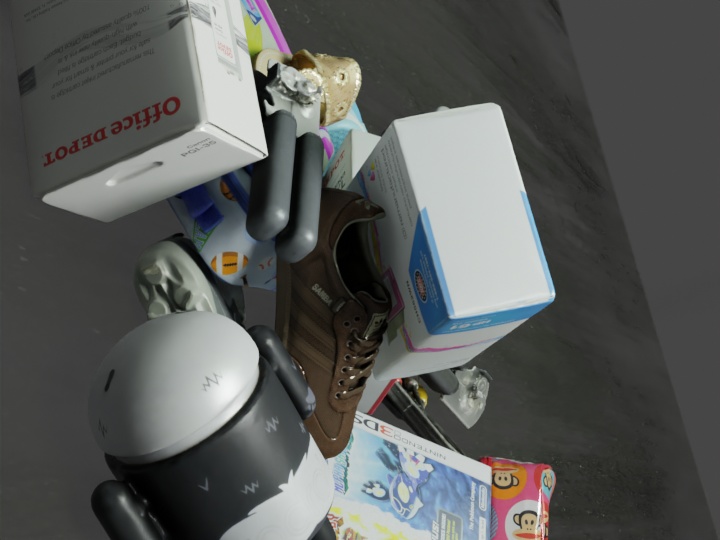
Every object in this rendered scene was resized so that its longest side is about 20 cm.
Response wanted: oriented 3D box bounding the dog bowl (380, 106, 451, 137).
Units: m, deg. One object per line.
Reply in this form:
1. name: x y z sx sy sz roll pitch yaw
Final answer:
1. dog bowl: 0.098 -0.092 1.686 0.200 0.078 0.201 54 26 -41

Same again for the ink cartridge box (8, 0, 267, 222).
1. ink cartridge box: -0.157 -0.151 0.957 0.083 0.146 0.201 24 50 -60

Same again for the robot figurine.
1. robot figurine: -0.095 0.122 0.912 0.150 0.124 0.201 -92 156 -64

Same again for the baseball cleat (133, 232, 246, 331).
1. baseball cleat: -0.097 0.065 1.034 0.201 0.069 0.106 69 20 -8

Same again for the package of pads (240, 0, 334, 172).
1. package of pads: -0.099 -0.151 1.231 0.201 0.068 0.155 63 20 -18

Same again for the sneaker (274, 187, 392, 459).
1. sneaker: -0.016 0.043 0.991 0.070 0.075 0.201 -23 113 -54

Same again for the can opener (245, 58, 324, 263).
1. can opener: -0.056 -0.079 0.983 0.053 0.066 0.201 35 30 -27

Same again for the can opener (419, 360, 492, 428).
1. can opener: 0.069 0.089 1.349 0.054 0.067 0.200 -61 141 -17

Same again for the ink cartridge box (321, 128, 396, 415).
1. ink cartridge box: 0.000 0.000 1.224 0.082 0.146 0.201 15 45 -17

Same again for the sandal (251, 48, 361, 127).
1. sandal: -0.030 -0.165 1.212 0.212 0.069 0.078 -20 89 -75

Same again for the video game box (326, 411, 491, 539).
1. video game box: 0.015 0.203 1.098 0.181 0.047 0.201 22 36 -10

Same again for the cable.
1. cable: 0.051 0.118 1.306 0.097 0.050 0.200 52 -6 -28

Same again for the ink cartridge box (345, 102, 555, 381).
1. ink cartridge box: 0.052 -0.013 1.020 0.200 0.084 0.145 128 -52 -69

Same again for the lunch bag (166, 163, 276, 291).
1. lunch bag: -0.104 -0.074 1.065 0.200 0.075 0.160 55 12 17

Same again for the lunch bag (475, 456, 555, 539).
1. lunch bag: 0.135 0.265 1.292 0.200 0.081 0.177 67 27 -78

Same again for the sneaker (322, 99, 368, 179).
1. sneaker: -0.017 -0.135 1.428 0.200 0.079 0.131 62 7 -56
